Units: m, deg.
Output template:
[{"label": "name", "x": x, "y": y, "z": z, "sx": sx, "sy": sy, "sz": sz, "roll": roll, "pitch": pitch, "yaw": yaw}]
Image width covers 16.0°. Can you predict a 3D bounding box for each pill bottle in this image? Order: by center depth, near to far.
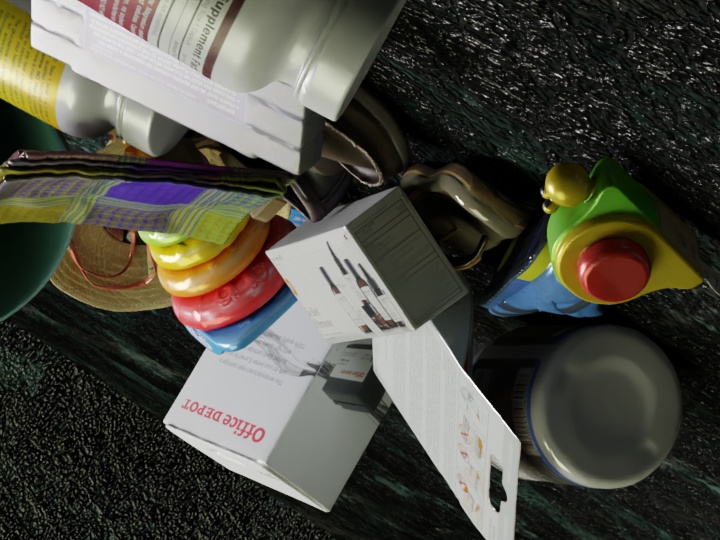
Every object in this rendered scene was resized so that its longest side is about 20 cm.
[{"label": "pill bottle", "x": -0.077, "y": -0.162, "z": 1.283, "sx": 0.199, "sy": 0.113, "sz": 0.113, "roll": 30, "pitch": 169, "yaw": 0}, {"label": "pill bottle", "x": -0.195, "y": -0.155, "z": 1.626, "sx": 0.199, "sy": 0.113, "sz": 0.113, "roll": 29, "pitch": 169, "yaw": 13}, {"label": "pill bottle", "x": 0.141, "y": 0.096, "z": 1.836, "sx": 0.113, "sy": 0.114, "sz": 0.200, "roll": 33, "pitch": 169, "yaw": -15}]

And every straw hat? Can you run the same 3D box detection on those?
[{"label": "straw hat", "x": -0.155, "y": -0.067, "z": 1.921, "sx": 0.201, "sy": 0.200, "sz": 0.085, "roll": 42, "pitch": -157, "yaw": -45}]

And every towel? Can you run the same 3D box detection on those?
[{"label": "towel", "x": -0.157, "y": -0.046, "z": 1.669, "sx": 0.198, "sy": 0.023, "sz": 0.143, "roll": 4, "pitch": 165, "yaw": -24}]

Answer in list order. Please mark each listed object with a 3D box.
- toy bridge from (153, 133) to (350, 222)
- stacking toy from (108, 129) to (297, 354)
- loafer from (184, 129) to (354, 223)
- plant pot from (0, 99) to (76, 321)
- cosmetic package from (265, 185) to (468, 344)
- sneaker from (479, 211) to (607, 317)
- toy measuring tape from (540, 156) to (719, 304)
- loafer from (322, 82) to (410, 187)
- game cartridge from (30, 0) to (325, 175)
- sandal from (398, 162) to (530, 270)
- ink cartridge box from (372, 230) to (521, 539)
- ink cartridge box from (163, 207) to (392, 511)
[{"label": "toy bridge", "x": -0.075, "y": -0.067, "z": 1.797, "sx": 0.199, "sy": 0.027, "sz": 0.067, "roll": 18, "pitch": -145, "yaw": -52}, {"label": "stacking toy", "x": -0.124, "y": -0.046, "z": 1.820, "sx": 0.200, "sy": 0.110, "sz": 0.116, "roll": 54, "pitch": 170, "yaw": -32}, {"label": "loafer", "x": -0.092, "y": -0.104, "z": 1.701, "sx": 0.199, "sy": 0.063, "sz": 0.072, "roll": 30, "pitch": 170, "yaw": 3}, {"label": "plant pot", "x": -0.310, "y": -0.076, "z": 1.759, "sx": 0.200, "sy": 0.201, "sz": 0.161, "roll": 39, "pitch": -171, "yaw": -35}, {"label": "cosmetic package", "x": 0.000, "y": 0.000, "z": 1.686, "sx": 0.083, "sy": 0.050, "sz": 0.200, "roll": 57, "pitch": 164, "yaw": -5}, {"label": "sneaker", "x": 0.129, "y": 0.006, "z": 1.603, "sx": 0.078, "sy": 0.066, "sz": 0.200, "roll": 28, "pitch": 169, "yaw": -5}, {"label": "toy measuring tape", "x": 0.164, "y": 0.004, "z": 1.471, "sx": 0.200, "sy": 0.074, "sz": 0.073, "roll": 41, "pitch": 165, "yaw": -33}, {"label": "loafer", "x": -0.055, "y": -0.106, "z": 1.577, "sx": 0.200, "sy": 0.071, "sz": 0.073, "roll": 36, "pitch": 168, "yaw": -25}, {"label": "game cartridge", "x": -0.104, "y": -0.146, "z": 1.468, "sx": 0.199, "sy": 0.038, "sz": 0.130, "roll": 27, "pitch": 137, "yaw": 21}, {"label": "sandal", "x": 0.059, "y": -0.028, "z": 1.650, "sx": 0.080, "sy": 0.054, "sz": 0.200, "roll": 33, "pitch": 175, "yaw": -6}, {"label": "ink cartridge box", "x": 0.072, "y": 0.083, "z": 1.768, "sx": 0.200, "sy": 0.047, "sz": 0.161, "roll": 54, "pitch": 159, "yaw": 33}, {"label": "ink cartridge box", "x": -0.040, "y": 0.066, "z": 1.950, "sx": 0.084, "sy": 0.201, "sz": 0.145, "roll": 39, "pitch": 166, "yaw": -36}]
